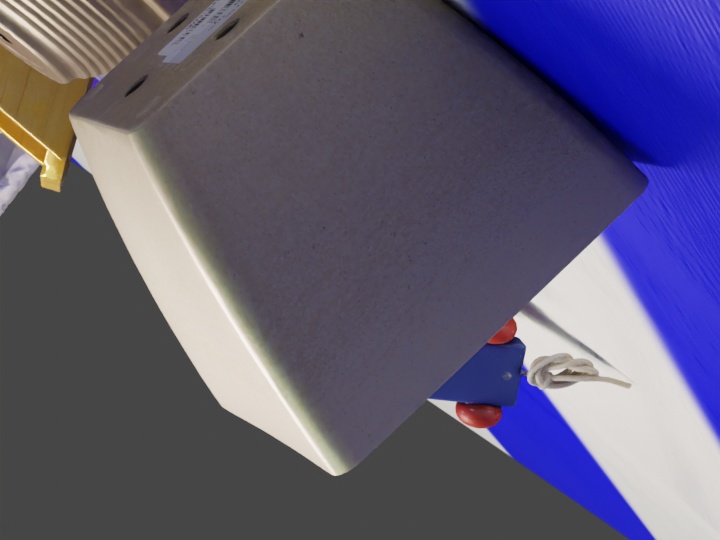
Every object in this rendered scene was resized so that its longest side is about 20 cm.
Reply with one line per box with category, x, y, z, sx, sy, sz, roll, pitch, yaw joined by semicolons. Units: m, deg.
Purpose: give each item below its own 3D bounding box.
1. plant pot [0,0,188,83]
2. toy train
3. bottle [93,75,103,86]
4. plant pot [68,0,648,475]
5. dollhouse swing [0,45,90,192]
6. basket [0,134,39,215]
plant pot;-0.196;-0.182;1.627;0.201;0.093;0.201;36;175;4
toy train;0.091;0.053;1.895;0.199;0.085;0.116;6;-156;-6
bottle;-0.219;-0.165;2.003;0.200;0.065;0.083;40;173;-28
plant pot;-0.022;-0.050;1.237;0.177;0.200;0.200;50;170;-17
dollhouse swing;-0.268;-0.170;1.831;0.175;0.182;0.200;17;177;-7
basket;-0.398;-0.148;2.543;0.198;0.200;0.161;37;176;-2
